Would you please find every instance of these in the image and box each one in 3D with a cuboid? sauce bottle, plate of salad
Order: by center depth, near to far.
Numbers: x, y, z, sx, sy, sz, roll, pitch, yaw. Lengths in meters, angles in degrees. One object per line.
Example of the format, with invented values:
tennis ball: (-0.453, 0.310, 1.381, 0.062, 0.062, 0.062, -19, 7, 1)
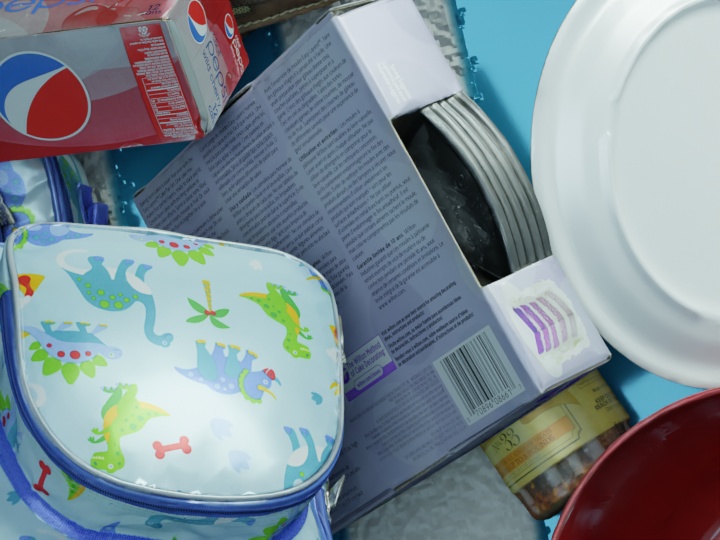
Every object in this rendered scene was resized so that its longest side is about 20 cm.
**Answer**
plate of salad: (0.151, -0.049, 1.226, 0.200, 0.048, 0.200, 0, 90, -31)
sauce bottle: (0.048, 0.016, 1.268, 0.066, 0.066, 0.200, -37, 80, 6)

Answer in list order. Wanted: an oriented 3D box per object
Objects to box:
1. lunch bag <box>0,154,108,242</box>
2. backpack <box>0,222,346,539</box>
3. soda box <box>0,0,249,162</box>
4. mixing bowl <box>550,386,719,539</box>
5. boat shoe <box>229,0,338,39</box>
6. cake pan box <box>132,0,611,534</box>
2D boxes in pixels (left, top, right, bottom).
lunch bag: (-0.188, 0.033, 1.300, 0.161, 0.082, 0.200, -11, 86, 6)
backpack: (-0.094, 0.084, 1.148, 0.183, 0.147, 0.200, 8, 53, -20)
soda box: (-0.155, -0.090, 1.231, 0.200, 0.070, 0.063, -4, 123, 20)
mixing bowl: (0.184, 0.146, 1.210, 0.200, 0.108, 0.200, 0, 89, 15)
boat shoe: (-0.089, -0.115, 1.304, 0.202, 0.075, 0.075, -8, 115, 5)
cake pan box: (0.000, 0.000, 1.224, 0.184, 0.052, 0.200, 59, 141, 7)
